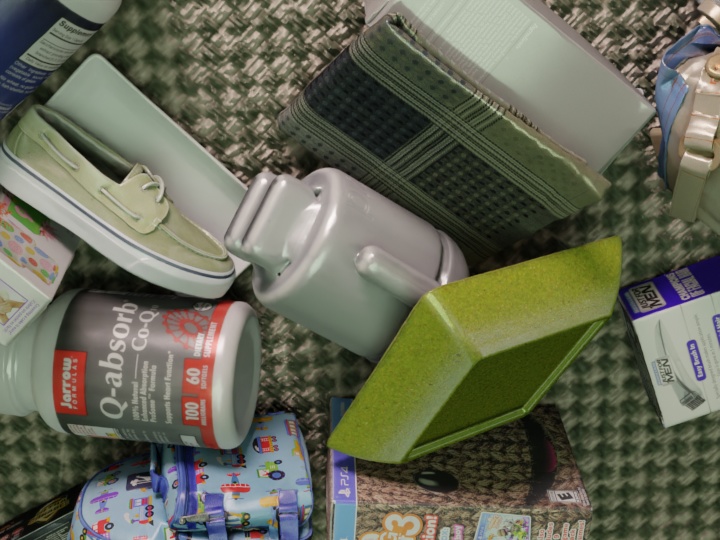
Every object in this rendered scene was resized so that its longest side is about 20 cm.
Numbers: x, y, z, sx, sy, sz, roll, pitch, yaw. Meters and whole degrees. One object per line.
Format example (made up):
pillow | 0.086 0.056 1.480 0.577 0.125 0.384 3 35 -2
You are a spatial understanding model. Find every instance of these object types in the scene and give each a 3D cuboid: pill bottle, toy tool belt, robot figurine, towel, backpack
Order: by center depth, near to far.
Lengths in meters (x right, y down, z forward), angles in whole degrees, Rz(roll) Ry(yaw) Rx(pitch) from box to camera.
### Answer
pill bottle | -0.236 -0.192 0.812 0.200 0.111 0.111 -39 110 14
toy tool belt | 0.250 -0.120 0.827 0.125 0.123 0.200 -35 144 -15
towel | 0.056 -0.088 0.850 0.200 0.035 0.193 36 153 -13
robot figurine | 0.000 0.000 0.878 0.200 0.170 0.113 29 88 -26
pill bottle | -0.185 0.074 0.925 0.200 0.116 0.116 4 114 7
backpack | -0.142 0.201 0.949 0.200 0.183 0.135 0 112 -5

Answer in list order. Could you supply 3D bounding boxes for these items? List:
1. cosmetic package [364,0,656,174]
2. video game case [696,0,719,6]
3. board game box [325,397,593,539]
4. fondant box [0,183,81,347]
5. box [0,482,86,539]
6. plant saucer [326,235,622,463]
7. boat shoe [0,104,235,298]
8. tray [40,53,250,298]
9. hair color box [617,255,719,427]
cosmetic package | 0.104 -0.156 0.844 0.200 0.107 0.090 39 107 -15
video game case | 0.366 -0.199 0.849 0.200 0.023 0.182 -34 100 20
board game box | 0.072 0.187 0.968 0.200 0.160 0.097 2 113 -3
fondant box | -0.302 -0.053 0.854 0.200 0.144 0.058 41 106 -18
box | -0.288 0.301 1.068 0.200 0.046 0.159 -29 112 10
plant saucer | 0.096 0.071 0.882 0.200 0.048 0.200 -15 149 -36
boat shoe | -0.176 -0.049 0.877 0.200 0.072 0.062 30 112 -12
tray | -0.163 -0.067 0.920 0.107 0.022 0.200 -42 109 16
hair color box | 0.322 0.040 0.963 0.200 0.065 0.109 -20 114 5
